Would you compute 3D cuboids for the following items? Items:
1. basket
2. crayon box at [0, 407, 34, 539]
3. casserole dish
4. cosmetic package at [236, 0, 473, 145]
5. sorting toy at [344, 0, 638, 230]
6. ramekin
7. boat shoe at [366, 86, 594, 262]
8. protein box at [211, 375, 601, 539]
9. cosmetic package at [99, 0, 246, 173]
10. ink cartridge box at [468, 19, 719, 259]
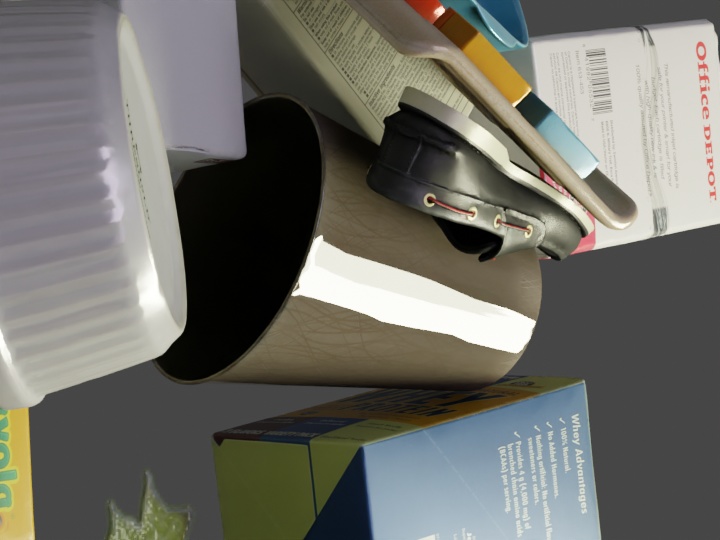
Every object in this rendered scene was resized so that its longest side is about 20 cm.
[{"bbox_3d":[0.000,0.000,1.258,0.199,0.136,0.181,13,120,-40],"label":"basket"},{"bbox_3d":[-0.239,0.085,1.104,0.199,0.051,0.127,-4,93,-45],"label":"crayon box"},{"bbox_3d":[0.050,-0.218,1.347,0.121,0.039,0.201,34,37,-54],"label":"casserole dish"},{"bbox_3d":[-0.018,-0.145,1.309,0.200,0.073,0.104,50,57,-32],"label":"cosmetic package"},{"bbox_3d":[0.062,-0.117,1.221,0.037,0.185,0.200,-49,128,7],"label":"sorting toy"},{"bbox_3d":[-0.144,-0.038,1.030,0.202,0.094,0.204,-10,90,-88],"label":"ramekin"},{"bbox_3d":[0.067,-0.040,1.199,0.201,0.073,0.063,27,90,-57],"label":"boat shoe"},{"bbox_3d":[0.036,0.179,1.316,0.199,0.134,0.200,-12,98,-44],"label":"protein box"},{"bbox_3d":[-0.125,-0.159,1.182,0.101,0.074,0.201,5,80,-52],"label":"cosmetic package"},{"bbox_3d":[0.160,-0.093,1.477,0.199,0.084,0.146,-11,98,-43],"label":"ink cartridge box"}]
